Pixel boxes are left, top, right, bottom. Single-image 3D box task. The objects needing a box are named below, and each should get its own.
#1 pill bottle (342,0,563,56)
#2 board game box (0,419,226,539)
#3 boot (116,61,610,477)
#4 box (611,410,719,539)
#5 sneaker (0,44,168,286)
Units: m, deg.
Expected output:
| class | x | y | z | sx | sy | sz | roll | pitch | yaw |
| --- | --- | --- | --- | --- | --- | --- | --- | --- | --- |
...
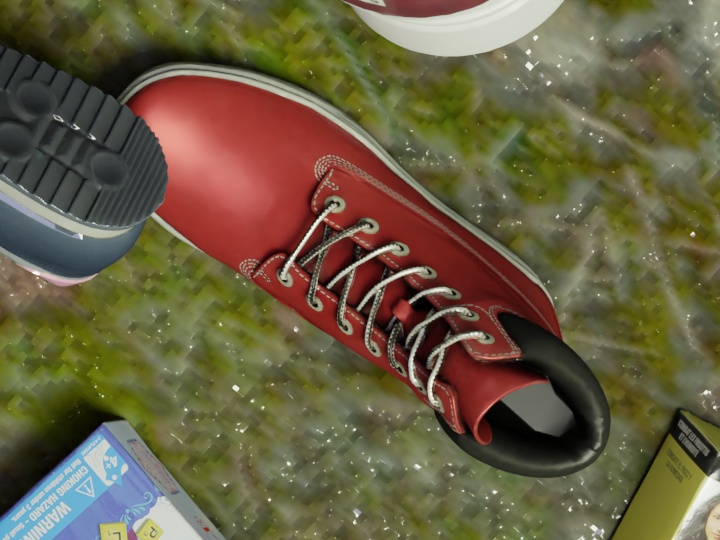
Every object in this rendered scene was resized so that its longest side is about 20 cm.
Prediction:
| class | x | y | z | sx | sy | sz | roll | pitch | yaw |
| --- | --- | --- | --- | --- | --- | --- | --- | --- | --- |
| pill bottle | 0.014 | -0.151 | 0.857 | 0.114 | 0.200 | 0.114 | -4 | 72 | 13 |
| board game box | -0.102 | 0.196 | 0.996 | 0.200 | 0.041 | 0.200 | -43 | 83 | 5 |
| boot | 0.000 | 0.000 | 0.941 | 0.200 | 0.144 | 0.072 | 31 | 102 | -17 |
| box | 0.121 | 0.162 | 1.069 | 0.075 | 0.050 | 0.200 | 24 | 103 | -18 |
| sneaker | -0.168 | -0.059 | 0.931 | 0.200 | 0.082 | 0.070 | 36 | 55 | -2 |
